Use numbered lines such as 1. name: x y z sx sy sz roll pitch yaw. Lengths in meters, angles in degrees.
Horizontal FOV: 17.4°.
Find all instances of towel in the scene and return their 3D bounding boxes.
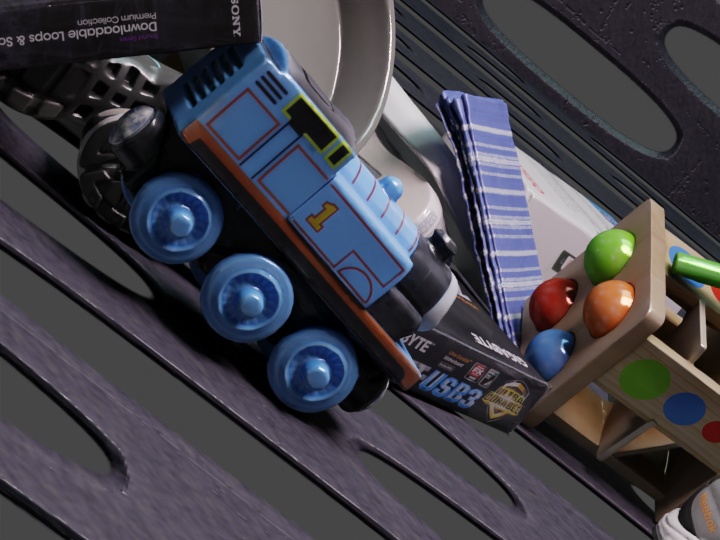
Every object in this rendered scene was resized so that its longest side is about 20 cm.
1. towel: 0.096 -0.025 1.624 0.145 0.024 0.201 -6 85 -74

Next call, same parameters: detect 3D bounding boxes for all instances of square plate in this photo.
1. square plate: 0.058 -0.058 1.706 0.200 0.028 0.198 60 -3 -41

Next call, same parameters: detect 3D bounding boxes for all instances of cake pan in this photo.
1. cake pan: -0.047 -0.157 1.377 0.037 0.202 0.200 -6 -18 33

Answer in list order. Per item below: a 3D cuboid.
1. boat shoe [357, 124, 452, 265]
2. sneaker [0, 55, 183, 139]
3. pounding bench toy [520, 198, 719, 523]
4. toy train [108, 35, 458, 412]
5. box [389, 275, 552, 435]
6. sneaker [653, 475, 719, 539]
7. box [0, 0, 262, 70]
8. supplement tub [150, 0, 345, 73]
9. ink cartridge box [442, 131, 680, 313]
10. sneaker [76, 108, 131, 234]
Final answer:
1. boat shoe: 0.009 -0.059 1.650 0.200 0.072 0.069 40 -18 50
2. sneaker: -0.129 -0.097 1.299 0.200 0.076 0.079 35 10 -26
3. pounding bench toy: 0.213 0.036 1.519 0.156 0.200 0.125 36 33 -20
4. toy train: -0.033 -0.019 1.153 0.200 0.114 0.087 49 7 -23
5. box: 0.000 0.000 1.425 0.200 0.050 0.199 26 17 -51
6. sneaker: 0.268 0.203 1.405 0.200 0.079 0.074 45 10 12
7. box: -0.155 -0.135 1.147 0.199 0.036 0.143 -8 24 -8
8. supplement tub: -0.116 -0.169 1.440 0.145 0.146 0.200 48 13 35
9. ink cartridge box: 0.150 -0.024 1.914 0.200 0.084 0.146 32 14 -35
10. sneaker: -0.065 -0.027 1.249 0.200 0.074 0.079 36 7 -21
